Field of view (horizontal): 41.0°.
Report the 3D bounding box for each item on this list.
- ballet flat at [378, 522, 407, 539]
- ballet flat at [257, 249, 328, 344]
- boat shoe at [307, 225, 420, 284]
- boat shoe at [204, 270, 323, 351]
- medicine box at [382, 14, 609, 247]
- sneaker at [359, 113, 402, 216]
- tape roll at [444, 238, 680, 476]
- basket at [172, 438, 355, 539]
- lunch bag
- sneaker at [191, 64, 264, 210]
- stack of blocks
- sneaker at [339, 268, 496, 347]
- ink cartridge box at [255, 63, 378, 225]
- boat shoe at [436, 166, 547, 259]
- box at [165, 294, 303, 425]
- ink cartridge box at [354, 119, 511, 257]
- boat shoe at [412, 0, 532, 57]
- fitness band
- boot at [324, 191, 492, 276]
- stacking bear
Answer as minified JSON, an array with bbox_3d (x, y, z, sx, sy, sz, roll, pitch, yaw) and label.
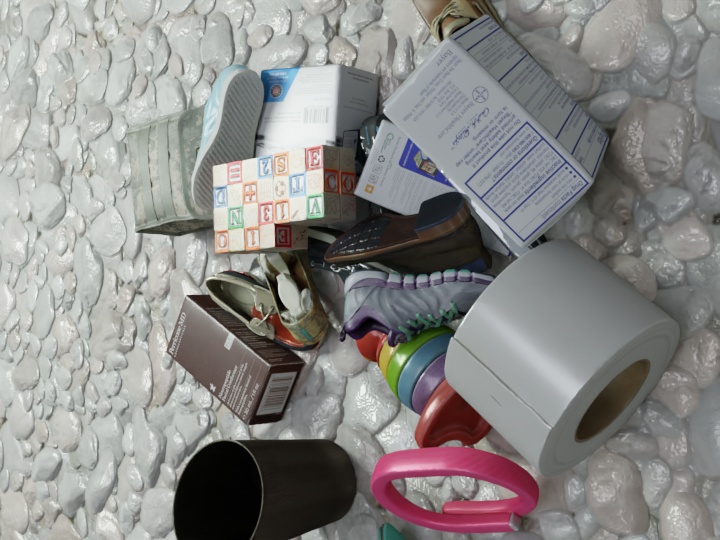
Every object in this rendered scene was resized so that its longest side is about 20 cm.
[{"bbox_3d":[0.069,0.406,1.175,0.070,0.067,0.201,-10,82,14],"label":"ballet flat"},{"bbox_3d":[-0.099,0.008,1.288,0.071,0.071,0.200,-46,51,29],"label":"ballet flat"},{"bbox_3d":[-0.002,0.000,1.226,0.199,0.074,0.066,23,106,37],"label":"boat shoe"},{"bbox_3d":[-0.135,0.055,1.340,0.200,0.062,0.071,31,106,34],"label":"boat shoe"},{"bbox_3d":[0.147,-0.150,0.994,0.200,0.182,0.103,45,118,-1],"label":"medicine box"},{"bbox_3d":[0.056,-0.107,1.182,0.082,0.073,0.201,-19,79,32],"label":"sneaker"},{"bbox_3d":[0.204,0.088,0.976,0.139,0.202,0.203,43,114,30],"label":"tape roll"},{"bbox_3d":[-0.111,0.283,1.227,0.181,0.200,0.136,-52,59,25],"label":"basket"},{"bbox_3d":[-0.232,-0.144,1.391,0.199,0.117,0.165,-10,83,32],"label":"lunch bag"},{"bbox_3d":[-0.183,-0.182,1.305,0.201,0.074,0.082,-67,29,15],"label":"sneaker"},{"bbox_3d":[-0.097,-0.084,1.203,0.199,0.058,0.116,-5,86,41],"label":"stack of blocks"},{"bbox_3d":[0.074,0.051,1.094,0.199,0.074,0.088,0,63,22],"label":"sneaker"},{"bbox_3d":[-0.062,-0.162,1.269,0.146,0.086,0.201,6,94,40],"label":"ink cartridge box"},{"bbox_3d":[0.168,-0.062,1.075,0.057,0.069,0.200,-42,85,6],"label":"boat shoe"},{"bbox_3d":[-0.182,0.122,1.370,0.200,0.075,0.101,34,110,36],"label":"box"},{"bbox_3d":[0.101,-0.096,1.131,0.199,0.037,0.095,23,96,7],"label":"ink cartridge box"},{"bbox_3d":[0.124,-0.284,1.129,0.200,0.074,0.076,50,118,28],"label":"boat shoe"},{"bbox_3d":[0.104,0.251,1.094,0.199,0.144,0.038,-14,44,37],"label":"fitness band"},{"bbox_3d":[0.055,-0.017,1.116,0.199,0.097,0.075,-16,36,36],"label":"boot"},{"bbox_3d":[0.067,0.106,1.151,0.200,0.121,0.114,41,116,40],"label":"stacking bear"}]
